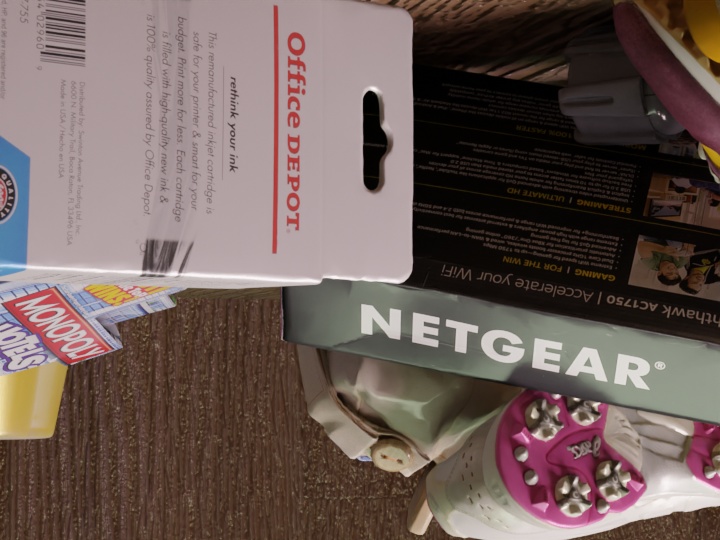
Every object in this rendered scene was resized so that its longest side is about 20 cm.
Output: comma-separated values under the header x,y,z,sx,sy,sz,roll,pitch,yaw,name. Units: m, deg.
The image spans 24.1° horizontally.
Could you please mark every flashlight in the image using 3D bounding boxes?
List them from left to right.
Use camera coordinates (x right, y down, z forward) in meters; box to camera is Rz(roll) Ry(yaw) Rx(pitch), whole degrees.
x,y,z,sx,sy,sz,roll,pitch,yaw,name
0.177,-0.077,0.661,0.200,0.068,0.068,-1,149,29,flashlight

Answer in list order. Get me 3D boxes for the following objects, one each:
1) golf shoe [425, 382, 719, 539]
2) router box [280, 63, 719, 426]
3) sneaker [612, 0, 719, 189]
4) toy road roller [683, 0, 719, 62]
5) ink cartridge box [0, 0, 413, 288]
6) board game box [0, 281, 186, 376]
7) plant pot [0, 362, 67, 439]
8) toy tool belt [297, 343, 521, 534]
x,y,z,sx,sy,sz,roll,pitch,yaw,name
0.115,0.082,0.764,0.200,0.076,0.091,0,159,-38,golf shoe
0.080,-0.018,0.728,0.199,0.149,0.051,11,134,12,router box
0.156,-0.027,0.622,0.200,0.075,0.090,39,136,-8,sneaker
0.198,-0.047,0.491,0.200,0.146,0.123,3,175,-37,toy road roller
-0.079,-0.052,0.632,0.200,0.116,0.068,4,175,-34,ink cartridge box
-0.150,0.001,0.795,0.199,0.062,0.200,-17,163,0,board game box
-0.280,0.023,1.184,0.200,0.189,0.201,1,176,0,plant pot
0.030,0.017,0.822,0.125,0.200,0.123,2,135,1,toy tool belt
